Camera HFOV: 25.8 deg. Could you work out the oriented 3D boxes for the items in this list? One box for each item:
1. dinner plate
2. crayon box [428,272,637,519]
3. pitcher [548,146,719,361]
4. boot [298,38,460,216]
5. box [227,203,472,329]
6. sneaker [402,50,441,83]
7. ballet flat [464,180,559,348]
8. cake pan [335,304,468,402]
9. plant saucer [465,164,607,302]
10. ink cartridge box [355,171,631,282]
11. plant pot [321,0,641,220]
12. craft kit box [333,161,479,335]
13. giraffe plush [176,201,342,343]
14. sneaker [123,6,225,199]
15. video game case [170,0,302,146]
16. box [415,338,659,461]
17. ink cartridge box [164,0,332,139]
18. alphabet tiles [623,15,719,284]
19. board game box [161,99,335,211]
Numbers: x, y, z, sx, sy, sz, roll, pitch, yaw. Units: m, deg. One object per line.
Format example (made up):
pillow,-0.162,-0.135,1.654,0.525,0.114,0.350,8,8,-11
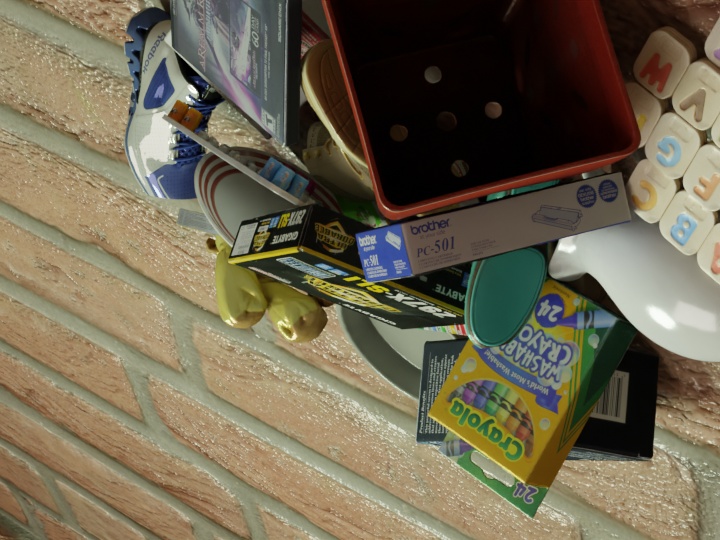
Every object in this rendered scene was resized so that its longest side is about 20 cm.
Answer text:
dinner plate,-0.085,-0.050,1.612,0.200,0.200,0.024,39,123,4
crayon box,0.147,0.106,1.425,0.126,0.201,0.051,33,-171,36
pitcher,0.254,-0.025,1.313,0.200,0.121,0.172,32,141,40
boot,-0.013,-0.126,1.403,0.200,0.073,0.155,44,165,-30
box,0.000,0.000,1.455,0.199,0.050,0.159,22,165,-25
sneaker,0.020,-0.237,1.340,0.072,0.072,0.201,15,140,54
ballet flat,0.135,-0.029,1.399,0.067,0.201,0.070,13,-177,-10
cake pan,0.062,0.078,1.771,0.200,0.037,0.201,30,150,20
plant saucer,0.150,-0.026,1.521,0.200,0.029,0.200,30,151,19
ink cartridge box,0.106,-0.035,1.257,0.094,0.199,0.044,-9,95,67
plant pot,0.078,-0.142,1.230,0.176,0.199,0.201,116,139,-78
craft kit box,0.061,-0.032,1.545,0.200,0.048,0.198,4,120,59
giraffe plush,-0.111,-0.015,1.756,0.199,0.173,0.162,31,174,-3
sneaker,-0.182,-0.167,1.613,0.115,0.080,0.201,12,112,46
video game case,-0.111,-0.215,1.365,0.200,0.019,0.143,42,141,40
box,0.172,0.128,1.562,0.148,0.108,0.200,12,169,-32
ink cartridge box,-0.081,-0.228,1.459,0.144,0.084,0.200,44,152,-6
alphabet tiles,0.278,-0.090,1.186,0.200,0.015,0.196,43,133,21
board game box,-0.067,-0.084,1.504,0.200,0.026,0.200,29,-177,-45
